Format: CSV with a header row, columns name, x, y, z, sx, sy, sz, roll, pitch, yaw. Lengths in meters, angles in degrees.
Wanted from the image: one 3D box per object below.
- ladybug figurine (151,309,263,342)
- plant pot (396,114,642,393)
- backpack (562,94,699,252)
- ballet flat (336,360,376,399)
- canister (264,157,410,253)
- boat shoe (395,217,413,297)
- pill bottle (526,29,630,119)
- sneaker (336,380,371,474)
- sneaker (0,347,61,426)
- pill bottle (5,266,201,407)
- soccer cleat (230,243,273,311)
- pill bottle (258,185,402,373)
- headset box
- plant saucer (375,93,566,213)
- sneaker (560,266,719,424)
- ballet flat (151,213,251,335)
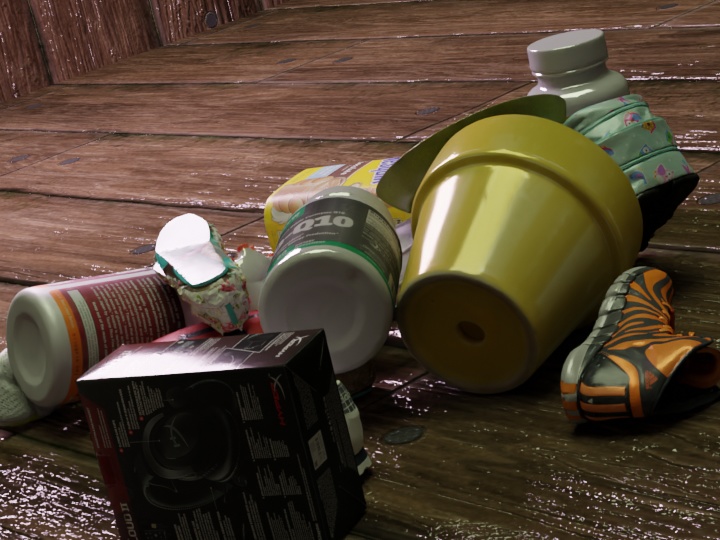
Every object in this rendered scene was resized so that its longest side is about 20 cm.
name,x,y,z,sx,sy,sz,roll,pitch,yaw
ladybug figurine,-0.132,0.087,1.661,0.199,0.072,0.136,-18,17,-15
plant pot,0.122,-0.001,1.574,0.200,0.201,0.189,-3,35,31
backpack,0.219,-0.072,1.707,0.166,0.127,0.200,-28,-11,-29
ballet flat,-0.077,0.103,1.578,0.199,0.066,0.070,-24,19,-31
canister,0.014,-0.068,1.948,0.199,0.087,0.149,-5,20,28
boat shoe,0.000,0.000,1.732,0.200,0.069,0.072,-36,30,3
pill bottle,0.233,-0.144,1.906,0.111,0.201,0.111,-12,16,3
sneaker,-0.089,0.134,1.462,0.199,0.081,0.076,-9,18,21
sneaker,-0.314,0.103,1.799,0.200,0.076,0.105,-27,2,-36
pill bottle,-0.225,0.058,1.736,0.199,0.114,0.113,-10,12,-35
soccer cleat,-0.082,0.016,1.812,0.069,0.078,0.200,-29,-9,21
pill bottle,-0.022,0.002,1.579,0.112,0.114,0.200,-11,19,8
headset box,-0.112,0.131,1.365,0.199,0.150,0.077,-6,17,27
plant saucer,0.111,-0.102,1.731,0.199,0.031,0.200,-23,-14,-6
sneaker,0.243,0.063,1.458,0.112,0.078,0.200,0,32,29
ballet flat,-0.147,0.008,1.684,0.075,0.064,0.200,-27,24,-4
